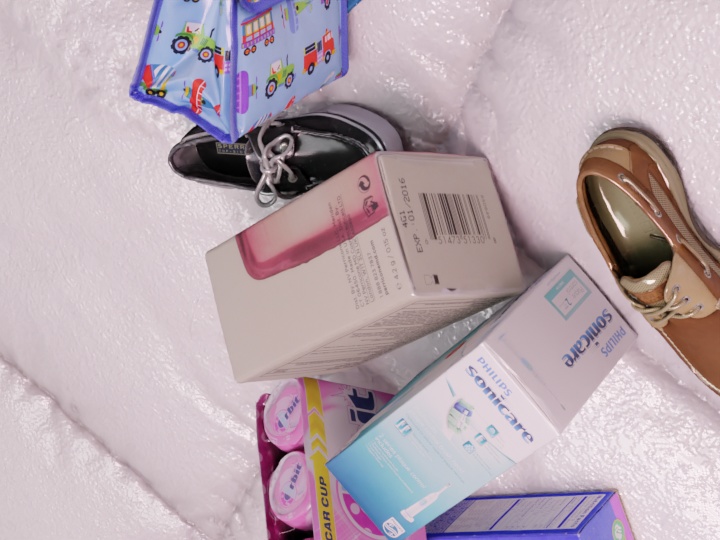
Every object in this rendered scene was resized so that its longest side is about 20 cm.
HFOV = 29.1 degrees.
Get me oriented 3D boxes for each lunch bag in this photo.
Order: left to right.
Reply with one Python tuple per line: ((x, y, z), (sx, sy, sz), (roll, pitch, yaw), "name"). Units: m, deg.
((-0.070, -0.212, 0.940), (0.094, 0.151, 0.200), (26, 127, 21), "lunch bag")

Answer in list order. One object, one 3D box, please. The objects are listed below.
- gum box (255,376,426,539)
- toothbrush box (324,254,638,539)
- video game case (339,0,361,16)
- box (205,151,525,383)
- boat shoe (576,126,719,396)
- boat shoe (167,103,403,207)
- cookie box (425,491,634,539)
((-0.014, 0.184, 1.111), (0.066, 0.113, 0.201), (-37, 49, 41), "gum box")
((0.089, 0.097, 1.028), (0.085, 0.146, 0.200), (50, 133, 1), "toothbrush box")
((-0.019, -0.271, 0.986), (0.200, 0.018, 0.143), (-35, 93, 42), "video game case")
((0.000, 0.000, 1.031), (0.200, 0.128, 0.109), (-27, 73, 41), "box")
((0.203, 0.002, 0.942), (0.076, 0.074, 0.200), (-29, 96, 42), "boat shoe")
((-0.063, -0.090, 1.082), (0.199, 0.068, 0.074), (11, 121, 30), "boat shoe")
((0.136, 0.273, 1.138), (0.200, 0.075, 0.172), (-10, 107, 39), "cookie box")
